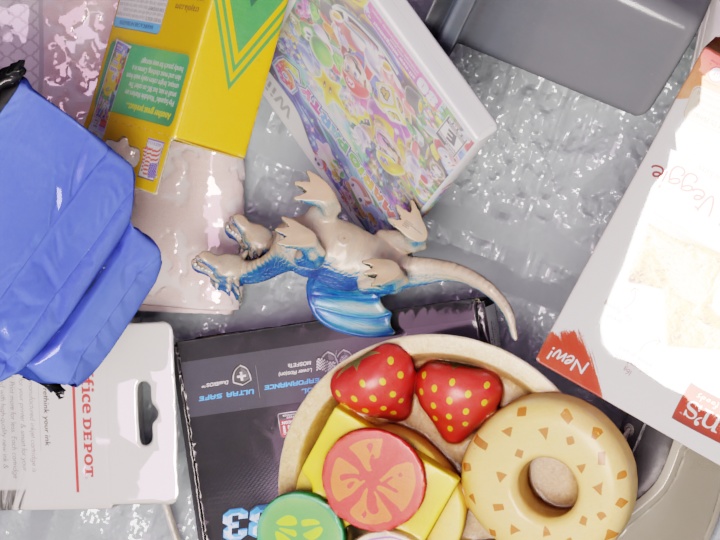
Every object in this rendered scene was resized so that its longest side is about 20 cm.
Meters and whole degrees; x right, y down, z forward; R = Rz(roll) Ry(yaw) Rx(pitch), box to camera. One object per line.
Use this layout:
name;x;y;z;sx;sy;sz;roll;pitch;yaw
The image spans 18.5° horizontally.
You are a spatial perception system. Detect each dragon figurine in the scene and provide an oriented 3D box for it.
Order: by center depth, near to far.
dragon figurine;0.000;0.000;1.292;0.199;0.099;0.059;17;66;5

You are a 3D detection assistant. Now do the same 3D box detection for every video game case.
video game case;0.002;-0.098;1.266;0.018;0.200;0.143;-33;83;-22

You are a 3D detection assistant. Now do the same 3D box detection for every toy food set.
toy food set;0.046;0.136;1.269;0.200;0.049;0.198;29;106;5

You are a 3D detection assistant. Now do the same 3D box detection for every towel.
towel;-0.163;-0.076;1.379;0.190;0.032;0.201;2;93;13

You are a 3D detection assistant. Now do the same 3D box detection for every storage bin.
storage bin;0.132;-0.179;1.236;0.134;0.200;0.146;28;140;1

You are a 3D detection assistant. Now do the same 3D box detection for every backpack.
backpack;-0.225;-0.016;1.280;0.168;0.200;0.163;46;74;-27

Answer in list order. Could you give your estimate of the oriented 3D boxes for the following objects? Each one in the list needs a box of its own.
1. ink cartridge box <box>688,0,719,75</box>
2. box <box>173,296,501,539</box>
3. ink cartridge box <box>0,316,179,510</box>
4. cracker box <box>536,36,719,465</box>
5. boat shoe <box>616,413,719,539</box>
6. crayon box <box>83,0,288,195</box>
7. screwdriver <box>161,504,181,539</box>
ink cartridge box;0.282;-0.068;1.249;0.199;0.083;0.147;13;95;12
box;-0.003;0.127;1.339;0.199;0.050;0.199;-8;89;14
ink cartridge box;-0.199;0.088;1.372;0.199;0.067;0.116;-2;90;13
cracker box;0.201;-0.007;1.200;0.134;0.058;0.200;29;109;8
boat shoe;0.173;0.121;1.303;0.063;0.073;0.200;43;111;52
crayon box;-0.097;-0.142;1.285;0.051;0.126;0.201;15;92;-31
screwdriver;-0.097;0.234;1.371;0.029;0.028;0.200;-22;89;-16
